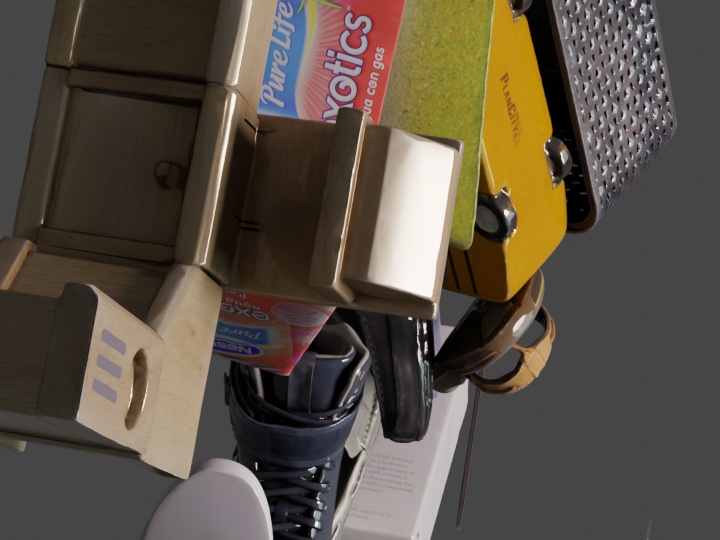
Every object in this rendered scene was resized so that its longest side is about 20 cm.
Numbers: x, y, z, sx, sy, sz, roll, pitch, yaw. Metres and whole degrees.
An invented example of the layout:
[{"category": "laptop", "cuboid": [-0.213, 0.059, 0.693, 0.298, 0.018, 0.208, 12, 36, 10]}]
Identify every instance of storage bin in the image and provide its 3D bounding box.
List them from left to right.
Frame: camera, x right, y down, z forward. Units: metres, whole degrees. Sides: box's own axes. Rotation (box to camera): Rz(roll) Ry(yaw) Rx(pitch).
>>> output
[{"category": "storage bin", "cuboid": [0.086, -0.135, 1.304, 0.094, 0.134, 0.201, -45, 134, -35]}]

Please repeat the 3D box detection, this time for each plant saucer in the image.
[{"category": "plant saucer", "cuboid": [-0.004, -0.133, 1.175, 0.200, 0.048, 0.201, 39, -49, 54]}]

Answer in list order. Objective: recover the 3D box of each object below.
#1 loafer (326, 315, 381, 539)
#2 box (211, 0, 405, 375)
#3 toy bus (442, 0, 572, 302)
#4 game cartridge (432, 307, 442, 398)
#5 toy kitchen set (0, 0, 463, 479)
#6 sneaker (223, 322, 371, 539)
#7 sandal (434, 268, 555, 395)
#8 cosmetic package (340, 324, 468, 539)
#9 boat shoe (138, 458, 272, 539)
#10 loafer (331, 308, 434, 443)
[{"category": "loafer", "cuboid": [-0.021, 0.101, 1.424, 0.070, 0.069, 0.202, 113, -9, -71]}, {"category": "box", "cuboid": [-0.044, -0.071, 1.017, 0.103, 0.094, 0.202, 124, -20, -66]}, {"category": "toy bus", "cuboid": [0.058, -0.081, 1.251, 0.065, 0.078, 0.201, -44, 133, -33]}, {"category": "game cartridge", "cuboid": [0.033, -0.035, 1.498, 0.130, 0.038, 0.201, 89, 0, -56]}, {"category": "toy kitchen set", "cuboid": [-0.058, -0.032, 0.834, 0.180, 0.162, 0.202, 53, 46, -77]}, {"category": "sneaker", "cuboid": [-0.043, 0.117, 1.259, 0.147, 0.076, 0.203, 104, -8, -48]}, {"category": "sandal", "cuboid": [0.080, 0.047, 1.370, 0.082, 0.054, 0.200, -52, 179, -15]}, {"category": "cosmetic package", "cuboid": [0.008, 0.121, 1.540, 0.201, 0.101, 0.074, -69, 165, -48]}, {"category": "boat shoe", "cuboid": [-0.083, 0.176, 1.177, 0.057, 0.068, 0.202, -80, 180, -65]}, {"category": "loafer", "cuboid": [0.000, 0.000, 1.320, 0.068, 0.070, 0.202, -66, 146, -86]}]
